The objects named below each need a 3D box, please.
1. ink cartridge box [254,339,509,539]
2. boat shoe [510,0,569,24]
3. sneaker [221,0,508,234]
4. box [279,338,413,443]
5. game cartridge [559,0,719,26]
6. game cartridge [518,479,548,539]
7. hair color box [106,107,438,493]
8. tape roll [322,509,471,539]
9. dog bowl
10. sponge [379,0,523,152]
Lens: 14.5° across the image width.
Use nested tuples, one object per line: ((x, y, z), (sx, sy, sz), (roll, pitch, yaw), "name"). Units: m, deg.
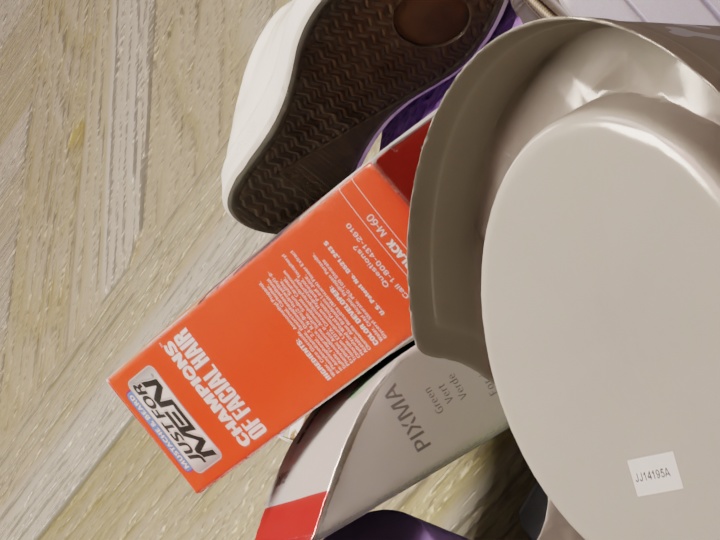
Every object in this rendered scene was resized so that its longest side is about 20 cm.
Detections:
((-0.012, 0.071, 1.062), (0.200, 0.050, 0.161), (-29, -1, -12), "ink cartridge box")
((0.119, -0.083, 0.998), (0.200, 0.073, 0.075), (22, 74, 45), "boat shoe")
((-0.003, -0.104, 1.141), (0.200, 0.073, 0.085), (-48, 31, 43), "sneaker")
((0.021, -0.008, 1.270), (0.039, 0.041, 0.200), (4, 73, 67), "box")
((0.152, -0.074, 0.879), (0.200, 0.038, 0.130), (51, 121, 16), "game cartridge")
((0.121, 0.073, 0.960), (0.133, 0.040, 0.200), (-58, 23, 10), "game cartridge")
((0.000, 0.000, 1.074), (0.111, 0.064, 0.200), (-40, 0, -43), "hair color box")
((0.013, 0.193, 1.018), (0.200, 0.085, 0.200), (-48, 28, 37), "tape roll")
((0.095, 0.020, 0.825), (0.200, 0.059, 0.200), (29, 127, 48), "dog bowl")
((0.055, -0.119, 1.164), (0.112, 0.030, 0.200), (-38, 35, 51), "sponge")
